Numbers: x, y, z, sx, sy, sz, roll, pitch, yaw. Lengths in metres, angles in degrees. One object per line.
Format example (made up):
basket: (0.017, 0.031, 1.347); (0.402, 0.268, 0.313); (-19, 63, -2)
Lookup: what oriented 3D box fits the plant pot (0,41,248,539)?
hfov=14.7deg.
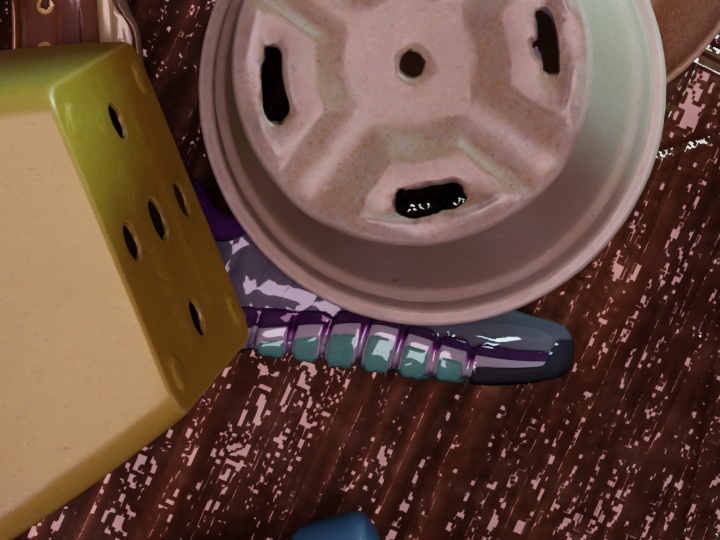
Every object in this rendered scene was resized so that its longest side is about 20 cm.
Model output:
plant pot: (-0.158, 0.009, 1.117); (0.176, 0.200, 0.201); (-20, 98, 13)

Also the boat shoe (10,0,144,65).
boat shoe: (-0.134, -0.141, 1.189); (0.067, 0.072, 0.201); (-8, 99, -8)

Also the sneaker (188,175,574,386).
sneaker: (0.000, 0.000, 1.221); (0.199, 0.074, 0.088); (7, 90, -7)

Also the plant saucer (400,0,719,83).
plant saucer: (0.074, -0.162, 1.210); (0.199, 0.035, 0.201); (1, 111, 2)

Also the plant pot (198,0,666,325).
plant pot: (0.025, -0.075, 1.097); (0.200, 0.183, 0.201); (0, 91, 3)

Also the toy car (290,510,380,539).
toy car: (-0.054, 0.236, 1.200); (0.184, 0.177, 0.201); (-18, 111, 6)
